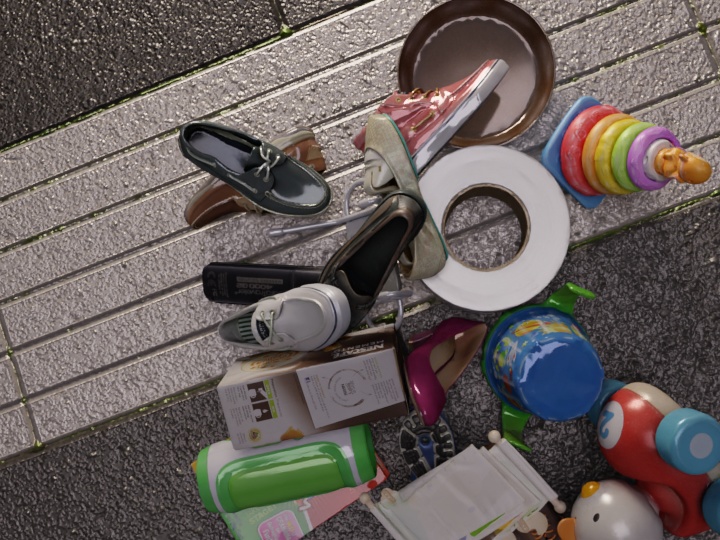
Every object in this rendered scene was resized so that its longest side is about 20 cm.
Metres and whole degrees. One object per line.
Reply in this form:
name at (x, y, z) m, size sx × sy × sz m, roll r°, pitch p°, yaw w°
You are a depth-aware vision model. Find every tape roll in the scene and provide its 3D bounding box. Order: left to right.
tape roll at (0.151, -0.049, 0.930) m, size 0.201 × 0.071 × 0.204 m, roll 0°, pitch 86°, yaw 6°

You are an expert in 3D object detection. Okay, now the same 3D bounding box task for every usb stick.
usb stick at (-0.111, 0.019, 0.938) m, size 0.199 × 0.033 × 0.056 m, roll 3°, pitch 102°, yaw 27°

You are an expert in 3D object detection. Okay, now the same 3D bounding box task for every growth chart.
growth chart at (0.117, 0.269, 0.858) m, size 0.199 × 0.018 × 0.145 m, roll -32°, pitch 102°, yaw 16°

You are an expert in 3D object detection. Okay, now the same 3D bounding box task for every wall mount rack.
wall mount rack at (-0.024, -0.011, 0.948) m, size 0.173 × 0.074 × 0.201 m, roll -16°, pitch 82°, yaw 38°

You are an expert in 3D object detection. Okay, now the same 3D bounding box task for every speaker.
speaker at (-0.085, 0.225, 0.884) m, size 0.199 × 0.088 × 0.089 m, roll -13°, pitch 84°, yaw 4°

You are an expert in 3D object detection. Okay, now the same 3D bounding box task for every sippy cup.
sippy cup at (0.215, 0.112, 0.871) m, size 0.139 × 0.130 × 0.179 m, roll -13°, pitch 93°, yaw 1°

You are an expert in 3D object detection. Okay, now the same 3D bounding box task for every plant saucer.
plant saucer at (0.147, -0.250, 0.967) m, size 0.199 × 0.032 × 0.202 m, roll 0°, pitch 86°, yaw 7°

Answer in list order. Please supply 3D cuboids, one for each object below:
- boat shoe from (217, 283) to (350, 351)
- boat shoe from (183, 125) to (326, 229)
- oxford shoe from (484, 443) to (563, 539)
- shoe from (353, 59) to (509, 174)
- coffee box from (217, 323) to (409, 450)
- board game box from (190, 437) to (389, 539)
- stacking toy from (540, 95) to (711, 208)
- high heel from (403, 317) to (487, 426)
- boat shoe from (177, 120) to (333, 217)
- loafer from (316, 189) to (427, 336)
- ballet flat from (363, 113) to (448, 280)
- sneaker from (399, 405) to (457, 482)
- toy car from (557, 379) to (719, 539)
boat shoe at (-0.092, 0.065, 0.858) m, size 0.067 × 0.200 × 0.074 m, roll -15°, pitch 86°, yaw -40°
boat shoe at (-0.133, -0.105, 0.963) m, size 0.199 × 0.076 × 0.072 m, roll -33°, pitch 85°, yaw 4°
oxford shoe at (0.203, 0.301, 0.895) m, size 0.071 × 0.073 × 0.200 m, roll -36°, pitch 83°, yaw 2°
shoe at (0.084, -0.198, 0.917) m, size 0.091 × 0.071 × 0.200 m, roll 43°, pitch 95°, yaw 2°
coffee box at (-0.048, 0.130, 0.866) m, size 0.199 × 0.114 × 0.080 m, roll -13°, pitch 100°, yaw 5°
board game box at (-0.088, 0.248, 0.945) m, size 0.199 × 0.040 × 0.153 m, roll -35°, pitch 83°, yaw 2°
stacking toy at (0.312, -0.126, 0.849) m, size 0.116 × 0.200 × 0.110 m, roll 36°, pitch 88°, yaw -26°
high heel at (0.103, 0.106, 0.863) m, size 0.096 × 0.200 × 0.068 m, roll -16°, pitch 112°, yaw 10°
boat shoe at (-0.126, -0.122, 0.901) m, size 0.199 × 0.062 × 0.073 m, roll 26°, pitch 85°, yaw -1°
loafer at (0.000, 0.000, 0.831) m, size 0.072 × 0.063 × 0.201 m, roll 32°, pitch 112°, yaw -3°
ballet flat at (0.039, -0.083, 0.863) m, size 0.062 × 0.067 × 0.201 m, roll -24°, pitch 89°, yaw -23°
sneaker at (0.095, 0.245, 0.910) m, size 0.078 × 0.089 × 0.201 m, roll -6°, pitch 105°, yaw 10°
toy car at (0.282, 0.242, 0.811) m, size 0.200 × 0.184 × 0.177 m, roll -38°, pitch 99°, yaw -7°
